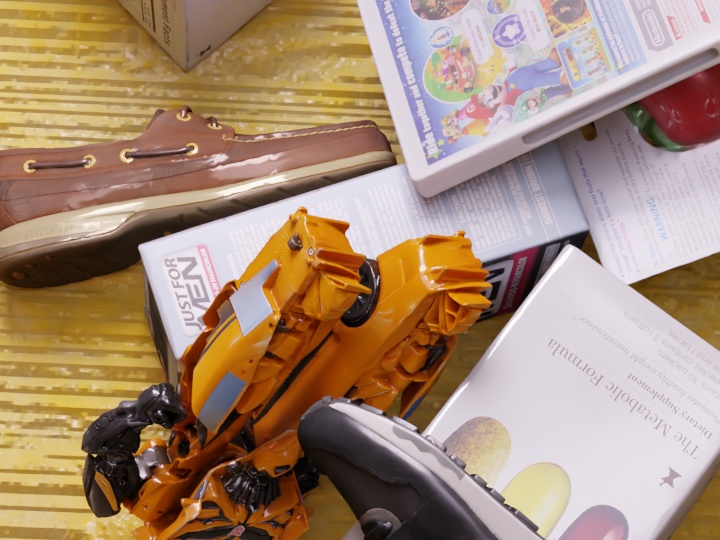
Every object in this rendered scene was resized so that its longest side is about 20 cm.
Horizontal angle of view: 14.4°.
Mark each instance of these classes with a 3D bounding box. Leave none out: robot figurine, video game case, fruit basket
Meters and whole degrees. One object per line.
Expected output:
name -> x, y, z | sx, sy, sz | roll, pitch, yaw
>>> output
robot figurine -> -0.036, 0.058, 1.252 | 0.144, 0.200, 0.058 | 7, 42, -39
video game case -> 0.099, -0.129, 1.298 | 0.199, 0.018, 0.144 | -24, 50, 10
fruit basket -> 0.181, -0.106, 1.334 | 0.199, 0.094, 0.186 | -22, 74, 6

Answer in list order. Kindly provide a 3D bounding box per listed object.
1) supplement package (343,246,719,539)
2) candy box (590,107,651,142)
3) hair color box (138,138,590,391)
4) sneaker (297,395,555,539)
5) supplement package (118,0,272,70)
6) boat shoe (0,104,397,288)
supplement package -> 0.074, 0.112, 1.278 | 0.113, 0.110, 0.200 | 35, 73, 9
candy box -> 0.177, -0.157, 1.411 | 0.199, 0.055, 0.116 | -32, 76, -14
hair color box -> 0.000, 0.000, 1.326 | 0.199, 0.099, 0.061 | -17, 73, -8
sneaker -> 0.039, 0.137, 1.166 | 0.200, 0.076, 0.088 | 39, 80, 10
supplement package -> -0.111, -0.218, 1.388 | 0.109, 0.114, 0.200 | -41, 78, -14
boat shoe -> -0.083, -0.047, 1.353 | 0.199, 0.072, 0.068 | -12, 74, -4
